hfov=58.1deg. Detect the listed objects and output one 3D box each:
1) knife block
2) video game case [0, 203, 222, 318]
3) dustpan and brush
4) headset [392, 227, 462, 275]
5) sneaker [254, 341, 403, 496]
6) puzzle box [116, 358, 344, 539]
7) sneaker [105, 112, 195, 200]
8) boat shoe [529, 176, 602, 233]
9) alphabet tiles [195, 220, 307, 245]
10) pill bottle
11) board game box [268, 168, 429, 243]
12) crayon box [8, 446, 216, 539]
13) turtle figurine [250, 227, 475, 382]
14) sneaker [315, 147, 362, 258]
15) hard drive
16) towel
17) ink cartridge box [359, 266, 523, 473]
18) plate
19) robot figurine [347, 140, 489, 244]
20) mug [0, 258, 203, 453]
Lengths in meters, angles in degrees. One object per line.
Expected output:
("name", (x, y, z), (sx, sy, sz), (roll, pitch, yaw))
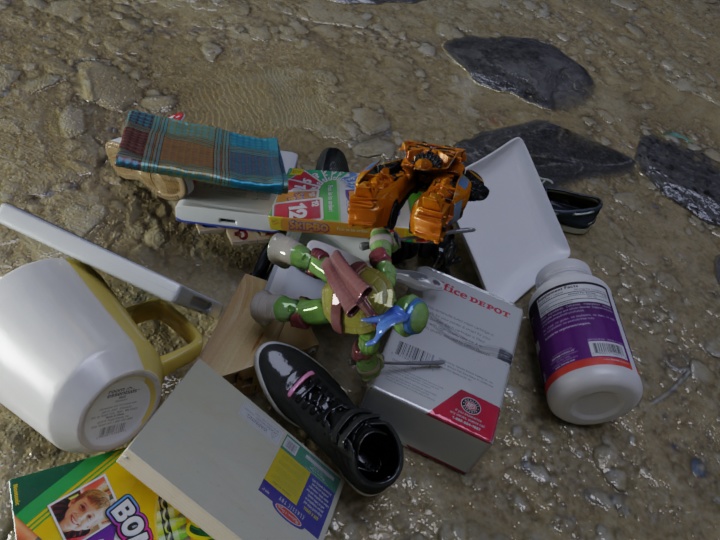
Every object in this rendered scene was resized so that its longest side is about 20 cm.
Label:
("knife block", (-0.130, 0.051, 0.765), (0.198, 0.064, 0.176), (-16, 55, -28))
("video game case", (-0.260, -0.004, 0.708), (0.198, 0.182, 0.024), (24, 82, 4))
("dustpan and brush", (0.000, 0.000, 0.771), (0.198, 0.058, 0.141), (20, 47, -6))
("headset", (0.082, -0.055, 0.905), (0.122, 0.095, 0.201), (-2, 39, -18))
("sneaker", (-0.027, 0.142, 0.654), (0.071, 0.099, 0.200), (-40, 87, -25))
("puzzle box", (-0.110, 0.189, 0.607), (0.200, 0.025, 0.133), (42, 29, -7))
("sneaker", (-0.249, -0.157, 0.866), (0.112, 0.072, 0.199), (-32, 39, -32))
("boat shoe", (0.289, -0.110, 1.041), (0.197, 0.062, 0.076), (15, 48, -4))
("alphabet tiles", (-0.147, -0.089, 0.881), (0.165, 0.008, 0.200), (-6, 34, -22))
("pill bottle", (0.279, 0.085, 0.831), (0.111, 0.113, 0.202), (9, 47, -9))
("board game box", (-0.005, -0.081, 0.790), (0.197, 0.030, 0.096), (8, 47, 9))
("crayon box", (-0.197, 0.257, 0.564), (0.170, 0.059, 0.201), (-11, 54, -26))
("turtle figurine", (-0.002, 0.032, 0.683), (0.192, 0.146, 0.200), (14, 27, 25))
("sneaker", (-0.003, -0.092, 0.880), (0.076, 0.113, 0.202), (39, 38, -49))
("hard drive", (-0.161, -0.118, 0.888), (0.130, 0.026, 0.201), (7, 33, -2))
("towel", (-0.189, -0.146, 0.796), (0.197, 0.022, 0.147), (9, 31, -18))
("ink cartridge box", (0.097, 0.110, 0.770), (0.144, 0.084, 0.201), (23, 47, 5))
("plate", (0.208, -0.069, 0.943), (0.199, 0.032, 0.202), (-32, 99, -34))
("robot figurine", (0.065, -0.093, 0.707), (0.143, 0.059, 0.200), (12, 30, 14))
("mug", (-0.253, 0.077, 0.614), (0.152, 0.150, 0.187), (31, 63, 30))
